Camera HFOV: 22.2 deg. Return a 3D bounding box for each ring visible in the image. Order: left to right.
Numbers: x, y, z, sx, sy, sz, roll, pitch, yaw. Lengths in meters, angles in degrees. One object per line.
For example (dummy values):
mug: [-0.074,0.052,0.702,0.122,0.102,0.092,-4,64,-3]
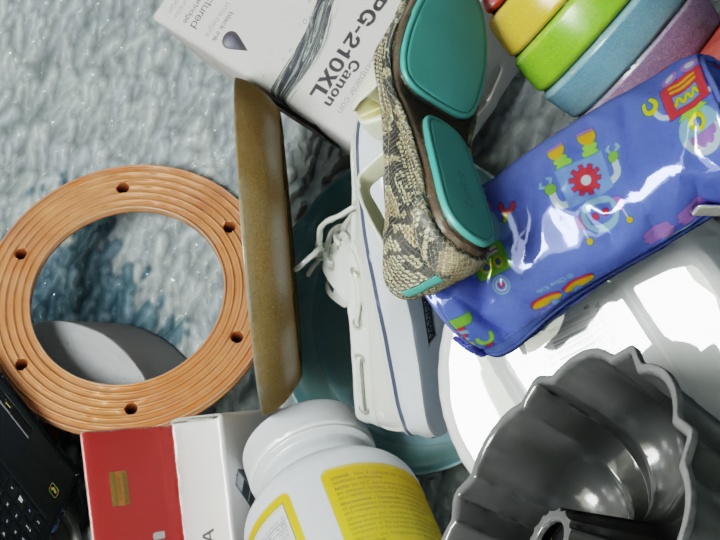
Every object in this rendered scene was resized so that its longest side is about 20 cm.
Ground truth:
ring: [-0.153,0.019,1.211,0.198,0.019,0.202,-2,60,4]

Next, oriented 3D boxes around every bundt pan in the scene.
bundt pan: [0.119,0.143,0.889,0.202,0.075,0.203,-46,30,36]

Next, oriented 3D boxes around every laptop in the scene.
laptop: [-0.297,0.150,1.186,0.177,0.103,0.201,46,125,24]

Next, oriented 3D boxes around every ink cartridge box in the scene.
ink cartridge box: [-0.090,0.189,1.118,0.044,0.176,0.203,-10,84,28]
ink cartridge box: [-0.006,-0.158,1.137,0.199,0.084,0.146,34,90,29]

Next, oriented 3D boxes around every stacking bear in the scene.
stacking bear: [0.117,-0.159,1.013,0.200,0.122,0.114,42,116,-2]

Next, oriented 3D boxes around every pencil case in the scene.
pencil case: [0.118,-0.029,0.938,0.199,0.078,0.088,-32,60,18]

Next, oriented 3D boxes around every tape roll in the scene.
tape roll: [-0.192,0.135,1.257,0.198,0.066,0.203,-3,84,31]

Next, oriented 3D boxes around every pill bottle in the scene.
pill bottle: [-0.004,0.174,1.059,0.112,0.112,0.201,-44,44,21]

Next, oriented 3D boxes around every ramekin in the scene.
ramekin: [0.139,0.057,1.021,0.198,0.098,0.203,-1,87,21]

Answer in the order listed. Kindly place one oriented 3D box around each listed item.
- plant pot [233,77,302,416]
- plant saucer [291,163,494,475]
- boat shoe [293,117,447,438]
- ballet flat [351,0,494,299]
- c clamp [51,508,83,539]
plant pot: [-0.054,-0.015,1.096,0.027,0.200,0.203,-5,82,-1]
plant saucer: [0.035,0.026,1.148,0.198,0.027,0.203,-2,85,32]
boat shoe: [0.002,-0.001,1.060,0.085,0.075,0.204,3,117,27]
ballet flat: [0.027,-0.069,0.949,0.075,0.068,0.202,-34,40,34]
c clamp: [-0.259,0.235,1.237,0.170,0.027,0.202,19,97,32]
